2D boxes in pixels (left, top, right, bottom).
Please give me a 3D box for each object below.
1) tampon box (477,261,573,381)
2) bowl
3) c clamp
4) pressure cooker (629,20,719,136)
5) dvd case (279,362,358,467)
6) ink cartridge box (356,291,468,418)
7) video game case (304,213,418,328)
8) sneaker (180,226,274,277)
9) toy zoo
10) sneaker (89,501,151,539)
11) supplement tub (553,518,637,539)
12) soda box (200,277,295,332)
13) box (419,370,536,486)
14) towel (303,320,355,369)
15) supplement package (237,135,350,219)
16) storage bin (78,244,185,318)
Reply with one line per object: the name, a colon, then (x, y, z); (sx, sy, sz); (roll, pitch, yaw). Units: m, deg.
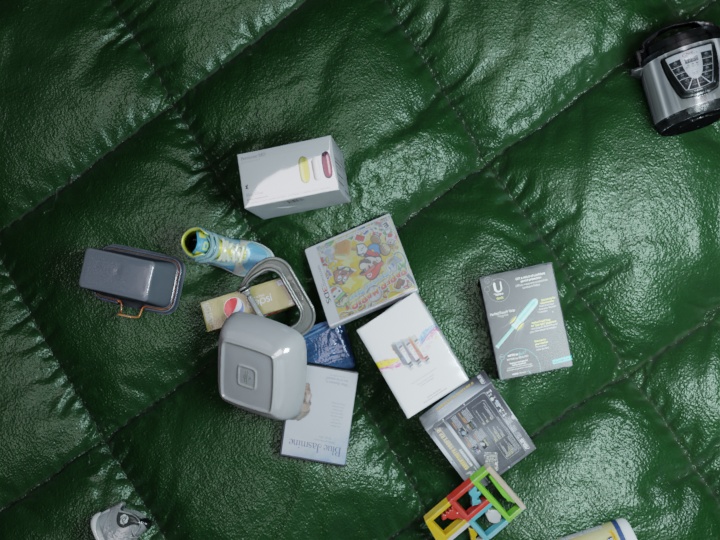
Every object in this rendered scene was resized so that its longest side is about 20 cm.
tampon box: (0.322, 0.102, 1.664); (0.146, 0.126, 0.205); (-11, 83, 6)
bowl: (-0.208, 0.198, 1.684); (0.196, 0.074, 0.204); (15, 111, 24)
c clamp: (-0.183, 0.083, 1.711); (0.168, 0.027, 0.203); (-24, 96, 6)
pressure cooker: (0.632, -0.381, 1.642); (0.173, 0.178, 0.205); (-9, 82, -33)
dvd case: (-0.086, 0.293, 1.729); (0.139, 0.018, 0.205); (8, 98, 2)
ink cartridge box: (0.105, 0.166, 1.677); (0.143, 0.145, 0.202); (-31, 82, 4)
video game case: (0.000, 0.000, 1.740); (0.196, 0.023, 0.185); (-22, 67, 4)
sneaker: (-0.282, -0.038, 1.750); (0.195, 0.131, 0.081); (9, 85, 7)
toy zoo: (0.215, 0.488, 1.668); (0.199, 0.020, 0.132); (-41, 109, 4)
sneaker: (-0.474, 0.577, 1.755); (0.114, 0.075, 0.202); (-30, 81, 1)
supplement tub: (0.436, 0.570, 1.603); (0.196, 0.144, 0.147); (-20, 83, 5)
soda box: (-0.229, 0.071, 1.766); (0.196, 0.068, 0.065); (-16, 85, 5)
box: (0.231, 0.318, 1.648); (0.157, 0.048, 0.201); (-36, 115, 3)
towel: (-0.114, 0.183, 1.752); (0.196, 0.049, 0.114); (-22, 84, 5)
supplement package: (-0.134, -0.188, 1.730); (0.195, 0.156, 0.114); (-11, 84, 7)
storage bin: (-0.490, 0.022, 1.770); (0.196, 0.134, 0.149); (12, 87, 9)
